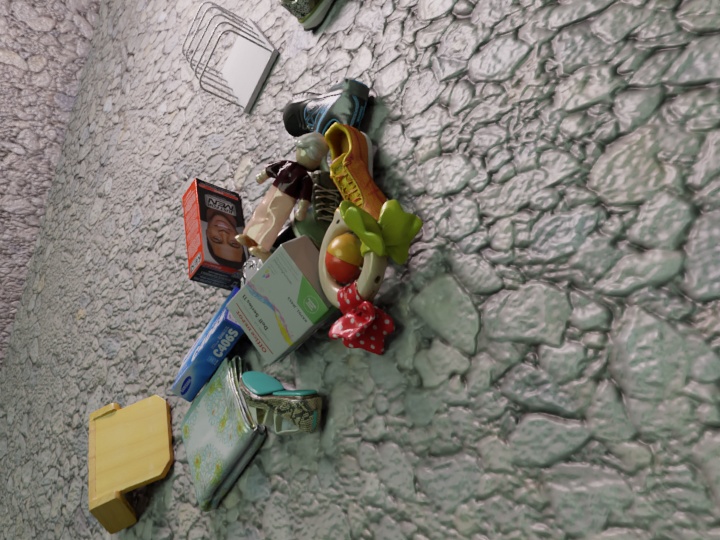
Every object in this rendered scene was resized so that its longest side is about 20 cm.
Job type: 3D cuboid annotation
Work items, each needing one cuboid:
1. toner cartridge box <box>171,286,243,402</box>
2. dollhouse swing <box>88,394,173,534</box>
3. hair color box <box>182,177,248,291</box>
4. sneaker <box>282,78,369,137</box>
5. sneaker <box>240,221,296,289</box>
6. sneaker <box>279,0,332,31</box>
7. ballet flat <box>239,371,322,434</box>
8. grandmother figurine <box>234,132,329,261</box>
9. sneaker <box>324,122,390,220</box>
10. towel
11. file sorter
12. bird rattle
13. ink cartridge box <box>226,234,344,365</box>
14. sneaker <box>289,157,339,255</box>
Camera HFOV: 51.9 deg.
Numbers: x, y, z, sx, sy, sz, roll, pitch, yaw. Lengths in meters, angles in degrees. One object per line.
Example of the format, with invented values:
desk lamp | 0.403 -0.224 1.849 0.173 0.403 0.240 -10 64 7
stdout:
toner cartridge box | -0.258 0.130 1.293 0.201 0.043 0.096 -51 17 28
dollhouse swing | -0.442 0.379 1.476 0.184 0.172 0.203 84 171 -52
hair color box | -0.268 -0.067 1.364 0.061 0.100 0.203 -43 46 34
sneaker | -0.066 -0.241 1.185 0.198 0.072 0.084 -10 69 52
sneaker | -0.153 -0.014 1.212 0.203 0.074 0.116 -61 35 18
sneaker | -0.073 -0.520 1.294 0.201 0.087 0.078 -51 41 27
ballet flat | -0.125 0.203 1.099 0.198 0.067 0.077 5 95 52
grandmother figurine | -0.113 -0.119 1.109 0.120 0.060 0.202 36 97 22
sneaker | -0.010 -0.118 1.053 0.073 0.076 0.203 -40 56 35
towel | -0.234 0.267 1.228 0.202 0.047 0.173 -55 39 24
file sorter | -0.275 -0.444 1.509 0.140 0.123 0.201 -57 38 19
bird rattle | 0.000 0.000 0.980 0.163 0.111 0.205 35 121 51
ink cartridge box | -0.120 0.056 1.097 0.118 0.067 0.200 51 125 7
sneaker | -0.065 -0.111 1.133 0.090 0.066 0.202 -55 36 31
